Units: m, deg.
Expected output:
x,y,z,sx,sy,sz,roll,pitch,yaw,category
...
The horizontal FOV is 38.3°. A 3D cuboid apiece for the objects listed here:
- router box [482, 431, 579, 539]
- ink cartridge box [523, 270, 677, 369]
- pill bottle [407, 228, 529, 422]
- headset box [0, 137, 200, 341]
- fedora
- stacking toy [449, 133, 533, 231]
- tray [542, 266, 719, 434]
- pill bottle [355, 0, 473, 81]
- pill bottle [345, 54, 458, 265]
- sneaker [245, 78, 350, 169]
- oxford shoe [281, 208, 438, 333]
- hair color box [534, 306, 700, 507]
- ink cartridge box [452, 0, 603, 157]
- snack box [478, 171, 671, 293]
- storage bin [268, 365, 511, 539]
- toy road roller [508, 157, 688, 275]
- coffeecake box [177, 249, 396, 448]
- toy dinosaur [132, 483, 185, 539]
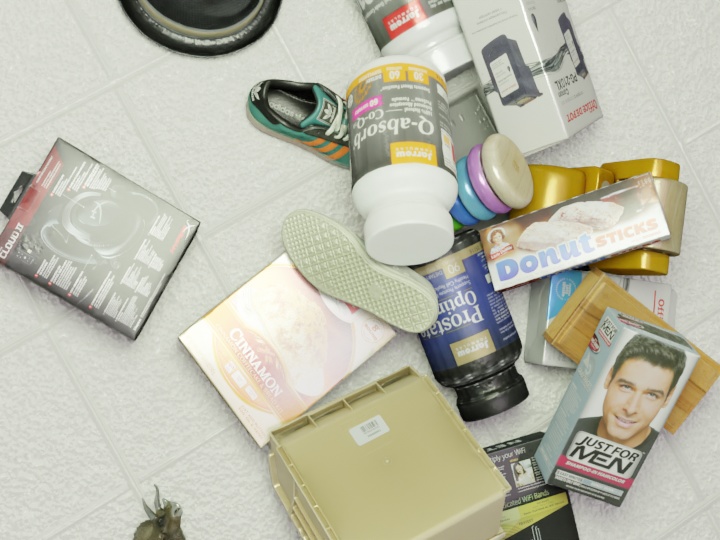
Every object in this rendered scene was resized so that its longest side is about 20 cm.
x,y,z,sx,sy,sz,roll,pitch,yaw,category
0.151,0.294,1.219,0.196,0.052,0.160,-13,89,-12,router box
0.306,0.066,1.256,0.196,0.067,0.118,7,86,-11,ink cartridge box
0.121,0.064,1.197,0.110,0.112,0.203,-22,91,-12,pill bottle
-0.297,-0.037,1.136,0.198,0.077,0.151,30,81,-7,headset box
-0.180,-0.340,1.167,0.196,0.092,0.205,1,87,-11,fedora
0.095,-0.076,1.178,0.085,0.198,0.087,31,46,-39,stacking toy
0.317,0.095,1.197,0.199,0.037,0.099,35,97,-15,tray
0.055,-0.315,1.203,0.113,0.114,0.203,-27,92,-11,pill bottle
0.045,-0.117,1.107,0.114,0.117,0.203,1,63,-11,pill bottle
-0.035,-0.168,1.193,0.196,0.080,0.073,15,82,-10,sneaker
0.000,0.000,1.135,0.198,0.058,0.076,32,110,5,oxford shoe
0.284,0.154,1.160,0.097,0.061,0.203,19,107,-12,hair color box
0.196,-0.246,1.197,0.144,0.083,0.203,-31,103,-55,ink cartridge box
0.233,-0.040,1.136,0.197,0.024,0.073,-19,77,17,snack box
0.026,0.230,1.117,0.197,0.095,0.199,-23,52,-21,storage bin
0.261,-0.066,1.190,0.144,0.199,0.125,11,85,-32,toy road roller
-0.084,0.074,1.174,0.199,0.073,0.154,-38,94,-11,coffeecake box
-0.232,0.347,1.140,0.101,0.077,0.202,29,87,4,toy dinosaur
